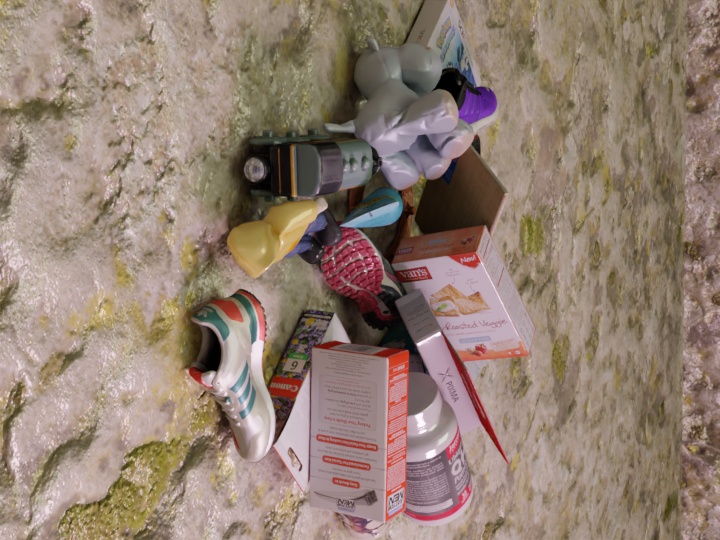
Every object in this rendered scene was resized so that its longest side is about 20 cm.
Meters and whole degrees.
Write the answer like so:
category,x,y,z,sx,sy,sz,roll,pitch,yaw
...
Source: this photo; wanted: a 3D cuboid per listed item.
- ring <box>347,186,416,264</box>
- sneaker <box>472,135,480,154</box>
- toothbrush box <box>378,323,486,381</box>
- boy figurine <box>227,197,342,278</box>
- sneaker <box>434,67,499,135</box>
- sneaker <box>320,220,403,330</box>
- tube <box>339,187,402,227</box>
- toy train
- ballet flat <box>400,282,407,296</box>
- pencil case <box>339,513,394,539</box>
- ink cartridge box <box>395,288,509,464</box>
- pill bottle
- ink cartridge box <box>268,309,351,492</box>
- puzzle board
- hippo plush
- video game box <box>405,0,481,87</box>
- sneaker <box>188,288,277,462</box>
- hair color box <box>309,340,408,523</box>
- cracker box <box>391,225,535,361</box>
category,x,y,z,sx,sy,sz,roll,pitch,yaw
ring,0.036,-0.087,1.690,0.200,0.019,0.204,-15,107,-60
sneaker,0.165,-0.137,1.846,0.071,0.096,0.202,59,42,-44
toothbrush box,0.109,0.131,1.789,0.200,0.084,0.149,-49,134,-51
boy figurine,-0.088,-0.038,1.370,0.065,0.124,0.200,50,19,7
sneaker,0.146,-0.252,1.730,0.200,0.069,0.101,-44,129,-52
sneaker,0.000,0.000,1.589,0.201,0.079,0.075,59,16,-48
tube,0.022,-0.077,1.519,0.051,0.077,0.200,63,8,-3
toy train,-0.054,-0.124,1.414,0.199,0.112,0.087,-14,107,-61
ballet flat,0.103,0.009,1.781,0.200,0.063,0.077,-38,142,-54
pencil case,-0.006,0.263,1.595,0.090,0.077,0.202,-52,137,-44
ink cartridge box,0.121,0.150,1.579,0.201,0.044,0.177,64,-1,-39
pill bottle,0.082,0.235,1.580,0.111,0.109,0.202,-58,143,-41
ink cartridge box,-0.070,0.162,1.492,0.202,0.050,0.110,-65,146,-33
puzzle board,0.139,-0.089,1.648,0.017,0.152,0.202,-15,144,-26
hippo plush,0.046,-0.216,1.591,0.160,0.196,0.163,81,0,-56
video game box,0.115,-0.283,1.787,0.183,0.046,0.202,59,44,-44
sneaker,-0.152,0.127,1.330,0.093,0.070,0.203,-17,112,-42
hair color box,-0.002,0.195,1.455,0.064,0.109,0.204,-10,103,-60
cracker box,0.144,0.037,1.641,0.201,0.132,0.058,60,38,-32
